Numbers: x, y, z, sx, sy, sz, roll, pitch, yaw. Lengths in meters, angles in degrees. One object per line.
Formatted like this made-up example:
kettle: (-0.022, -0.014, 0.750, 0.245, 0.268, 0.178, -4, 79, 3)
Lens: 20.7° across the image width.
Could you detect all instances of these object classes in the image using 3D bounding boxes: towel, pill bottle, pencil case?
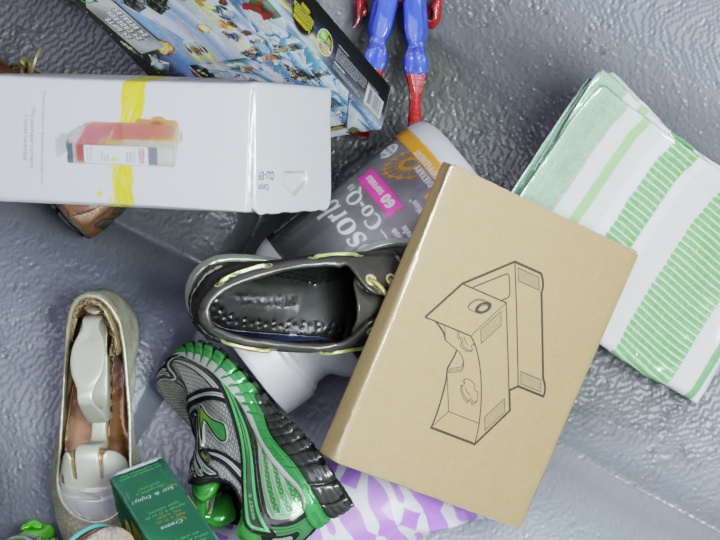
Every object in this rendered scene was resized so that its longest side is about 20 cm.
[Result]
towel: (0.193, -0.020, 1.332, 0.200, 0.023, 0.153, 35, 85, -21)
pill bottle: (0.000, 0.000, 1.350, 0.200, 0.116, 0.117, -38, 78, -2)
pencil case: (-0.010, 0.175, 1.339, 0.199, 0.084, 0.086, -27, 116, 3)

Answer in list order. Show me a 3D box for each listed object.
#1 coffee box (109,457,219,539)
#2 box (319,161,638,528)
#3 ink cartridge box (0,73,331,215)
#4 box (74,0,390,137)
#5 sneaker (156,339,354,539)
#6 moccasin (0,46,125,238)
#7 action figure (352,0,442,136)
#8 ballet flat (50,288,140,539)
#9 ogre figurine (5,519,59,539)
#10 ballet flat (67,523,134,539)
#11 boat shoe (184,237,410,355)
coffee box: (-0.102, 0.221, 1.267, 0.044, 0.200, 0.124, -19, 118, -17)
box: (0.078, 0.051, 1.266, 0.163, 0.021, 0.201, 23, 91, -32)
ink cartridge box: (-0.132, -0.084, 1.282, 0.199, 0.145, 0.084, 4, 95, 19)
box: (-0.087, -0.156, 1.326, 0.136, 0.200, 0.040, -7, 55, 32)
sneaker: (-0.091, 0.117, 1.319, 0.085, 0.078, 0.200, -37, 40, -10)
moccasin: (-0.239, -0.116, 1.416, 0.201, 0.074, 0.078, 44, 87, 10)
action figure: (0.028, -0.194, 1.416, 0.065, 0.052, 0.202, 5, 80, 3)
ballet flat: (-0.189, 0.111, 1.377, 0.067, 0.062, 0.202, -4, 80, 6)
ogre figurine: (-0.266, 0.267, 1.328, 0.098, 0.120, 0.200, 41, 87, 11)
ballet flat: (-0.160, 0.233, 1.289, 0.068, 0.200, 0.067, -33, 66, -23)
boat shoe: (-0.010, 0.022, 1.261, 0.200, 0.061, 0.072, -3, 104, -10)
